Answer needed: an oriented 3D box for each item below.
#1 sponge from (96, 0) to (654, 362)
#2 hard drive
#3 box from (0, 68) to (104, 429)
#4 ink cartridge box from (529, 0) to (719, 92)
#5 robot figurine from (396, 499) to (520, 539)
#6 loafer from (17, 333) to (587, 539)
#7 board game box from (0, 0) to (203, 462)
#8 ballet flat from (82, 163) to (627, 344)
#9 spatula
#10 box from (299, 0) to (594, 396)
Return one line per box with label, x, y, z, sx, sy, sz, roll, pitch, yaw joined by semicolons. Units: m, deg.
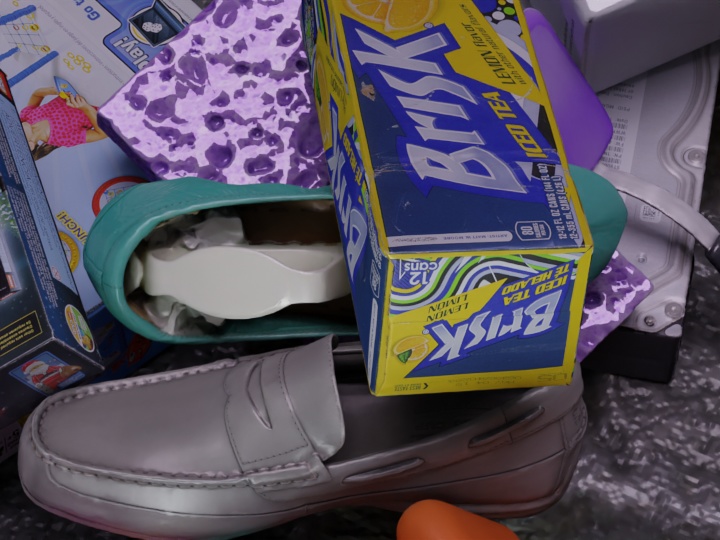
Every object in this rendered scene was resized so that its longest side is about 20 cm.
sponge;0.004;-0.026;0.913;0.112;0.030;0.200;-43;85;-9
hard drive;0.077;-0.054;1.001;0.139;0.038;0.201;10;54;7
box;-0.202;0.022;0.876;0.199;0.038;0.137;-29;61;12
ink cartridge box;0.113;-0.197;0.990;0.145;0.083;0.201;-23;72;-4
robot figurine;0.062;0.169;0.781;0.143;0.117;0.200;-20;56;-17
loafer;-0.020;0.051;0.833;0.199;0.070;0.070;-4;45;-9
board game box;-0.140;-0.044;0.978;0.195;0.056;0.200;-35;61;-24
ballet flat;0.000;0.000;0.855;0.199;0.068;0.070;-2;21;-1
spatula;0.124;-0.019;0.934;0.200;0.021;0.057;43;46;-3
box;0.025;-0.050;0.818;0.070;0.065;0.201;-3;42;-8
